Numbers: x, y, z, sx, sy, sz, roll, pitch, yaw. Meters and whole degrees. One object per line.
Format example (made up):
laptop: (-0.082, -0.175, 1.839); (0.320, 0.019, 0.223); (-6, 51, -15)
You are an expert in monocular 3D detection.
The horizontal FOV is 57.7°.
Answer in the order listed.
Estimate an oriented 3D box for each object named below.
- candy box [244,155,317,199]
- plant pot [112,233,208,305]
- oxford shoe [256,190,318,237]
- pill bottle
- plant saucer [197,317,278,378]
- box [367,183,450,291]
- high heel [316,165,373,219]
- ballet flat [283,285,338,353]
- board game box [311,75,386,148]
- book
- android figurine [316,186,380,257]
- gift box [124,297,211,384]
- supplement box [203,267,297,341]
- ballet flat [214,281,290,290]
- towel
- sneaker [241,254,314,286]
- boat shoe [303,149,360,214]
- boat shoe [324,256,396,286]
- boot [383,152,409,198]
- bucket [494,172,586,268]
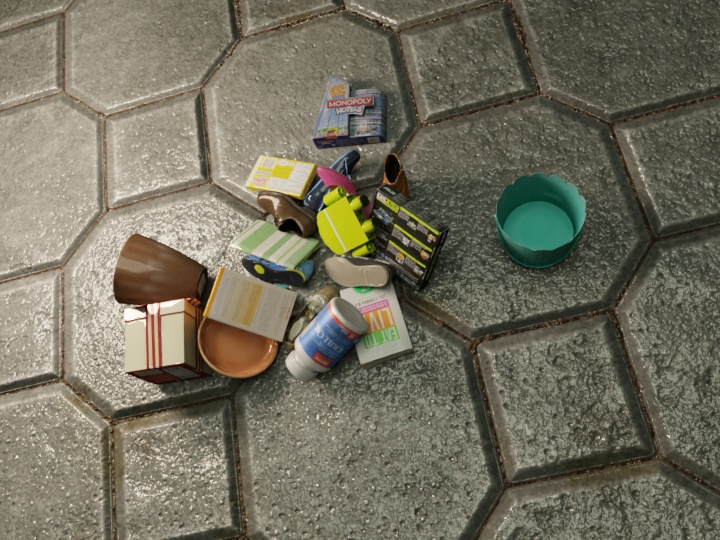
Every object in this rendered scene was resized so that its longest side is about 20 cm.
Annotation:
candy box: (-0.216, -0.255, 1.777); (0.199, 0.026, 0.103); (15, 74, 31)
plant pot: (-0.507, 0.016, 1.700); (0.198, 0.187, 0.188); (12, 73, 1)
oxford shoe: (-0.205, -0.149, 1.722); (0.199, 0.073, 0.084); (28, 52, 23)
pill bottle: (-0.085, 0.169, 1.548); (0.200, 0.112, 0.112); (-49, 66, 18)
plant saucer: (-0.303, 0.174, 1.616); (0.199, 0.037, 0.201); (10, 59, -17)
box: (0.102, -0.079, 1.583); (0.200, 0.194, 0.047); (37, 43, 23)
high heel: (-0.049, -0.176, 1.667); (0.067, 0.200, 0.096); (-1, 53, 56)
ballet flat: (-0.124, 0.117, 1.623); (0.070, 0.065, 0.201); (29, 79, 19)
board game box: (-0.029, -0.447, 1.811); (0.198, 0.062, 0.201); (-4, 70, 11)
book: (0.040, 0.123, 1.599); (0.133, 0.048, 0.201); (-19, 64, 4)
android figurine: (-0.036, -0.114, 1.637); (0.041, 0.200, 0.183); (-31, 93, -42)
gift box: (-0.472, 0.163, 1.616); (0.183, 0.200, 0.188); (-9, 67, 4)
supplement box: (-0.267, 0.083, 1.590); (0.199, 0.074, 0.127); (20, 84, -11)
ballet flat: (-0.279, 0.063, 1.682); (0.199, 0.072, 0.073); (5, 71, 6)
towel: (-0.221, -0.067, 1.691); (0.199, 0.024, 0.153); (19, 36, 18)
sneaker: (-0.214, -0.015, 1.701); (0.199, 0.066, 0.079); (11, 47, 22)
boat shoe: (-0.062, -0.229, 1.740); (0.069, 0.084, 0.200); (43, 100, 15)
boat shoe: (0.000, 0.000, 1.628); (0.199, 0.063, 0.073); (8, 112, 36)
boot: (0.098, -0.180, 1.631); (0.076, 0.155, 0.201); (-6, 69, 5)
bucket: (0.423, -0.113, 1.547); (0.206, 0.135, 0.209); (-5, 69, 12)
